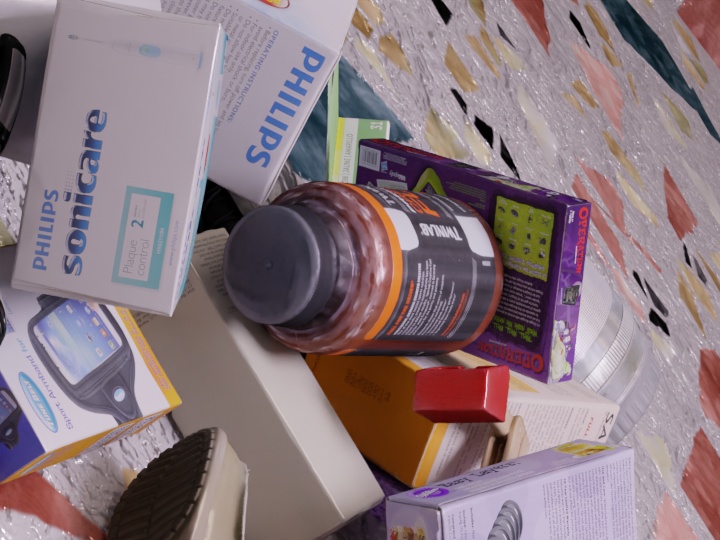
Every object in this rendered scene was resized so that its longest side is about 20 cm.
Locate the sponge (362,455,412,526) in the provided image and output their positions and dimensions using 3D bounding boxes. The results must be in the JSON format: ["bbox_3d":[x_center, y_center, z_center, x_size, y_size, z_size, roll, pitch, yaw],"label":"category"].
[{"bbox_3d":[0.049,0.146,1.643,0.111,0.030,0.200,28,12,20],"label":"sponge"}]

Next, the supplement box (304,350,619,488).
[{"bbox_3d":[0.065,0.094,1.641,0.126,0.074,0.199,29,13,39],"label":"supplement box"}]

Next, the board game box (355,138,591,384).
[{"bbox_3d":[0.067,-0.009,1.599,0.032,0.121,0.199,-3,16,-43],"label":"board game box"}]

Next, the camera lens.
[{"bbox_3d":[0.113,0.043,1.833,0.200,0.159,0.160,50,21,-20],"label":"camera lens"}]

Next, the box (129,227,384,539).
[{"bbox_3d":[-0.072,0.077,1.484,0.201,0.068,0.082,60,20,6],"label":"box"}]

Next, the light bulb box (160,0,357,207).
[{"bbox_3d":[-0.113,-0.172,1.585,0.199,0.125,0.199,27,26,-7],"label":"light bulb box"}]

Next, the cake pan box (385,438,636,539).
[{"bbox_3d":[0.097,0.215,1.442,0.183,0.052,0.202,-13,102,-43],"label":"cake pan box"}]

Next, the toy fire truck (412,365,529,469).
[{"bbox_3d":[0.088,0.141,1.533,0.200,0.048,0.142,29,60,-66],"label":"toy fire truck"}]

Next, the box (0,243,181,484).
[{"bbox_3d":[-0.178,0.045,1.324,0.120,0.041,0.200,59,18,5],"label":"box"}]

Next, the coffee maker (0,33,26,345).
[{"bbox_3d":[-0.262,-0.057,1.183,0.191,0.135,0.201,23,34,-28],"label":"coffee maker"}]

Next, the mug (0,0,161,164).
[{"bbox_3d":[-0.231,-0.136,1.384,0.153,0.185,0.151,1,91,-56],"label":"mug"}]

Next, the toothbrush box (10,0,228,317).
[{"bbox_3d":[-0.121,-0.062,1.253,0.200,0.085,0.148,-117,-143,-87],"label":"toothbrush box"}]

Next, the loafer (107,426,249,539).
[{"bbox_3d":[-0.093,0.169,1.297,0.068,0.075,0.201,47,31,-29],"label":"loafer"}]

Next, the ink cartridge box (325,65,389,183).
[{"bbox_3d":[-0.004,-0.075,1.740,0.146,0.048,0.201,-86,-179,-59],"label":"ink cartridge box"}]

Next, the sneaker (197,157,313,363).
[{"bbox_3d":[-0.073,-0.022,1.629,0.201,0.076,0.091,55,26,-2],"label":"sneaker"}]

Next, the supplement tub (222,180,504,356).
[{"bbox_3d":[0.000,0.000,1.495,0.200,0.107,0.107,4,56,-58],"label":"supplement tub"}]
